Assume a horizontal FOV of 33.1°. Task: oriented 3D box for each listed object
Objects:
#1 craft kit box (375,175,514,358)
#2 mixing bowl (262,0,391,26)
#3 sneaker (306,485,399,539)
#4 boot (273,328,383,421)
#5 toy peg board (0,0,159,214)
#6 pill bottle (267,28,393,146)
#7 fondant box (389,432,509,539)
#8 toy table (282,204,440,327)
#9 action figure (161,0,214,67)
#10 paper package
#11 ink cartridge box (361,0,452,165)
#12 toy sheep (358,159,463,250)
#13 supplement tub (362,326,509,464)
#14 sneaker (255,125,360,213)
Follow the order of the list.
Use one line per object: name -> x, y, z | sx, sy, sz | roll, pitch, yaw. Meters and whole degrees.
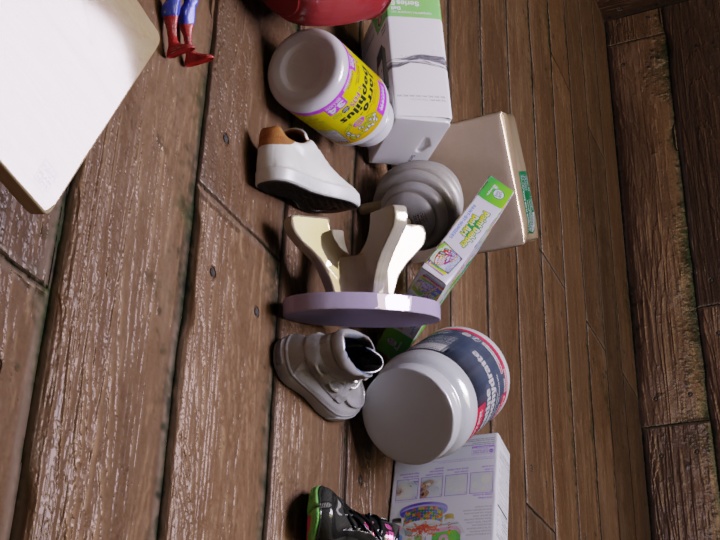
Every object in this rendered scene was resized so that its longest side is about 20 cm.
craft kit box -> 0.110, 0.000, 1.601 | 0.198, 0.048, 0.200 | -48, 171, -36
mixing bowl -> -0.064, -0.365, 1.427 | 0.108, 0.200, 0.201 | -36, 120, -26
sneaker -> -0.002, 0.292, 1.364 | 0.200, 0.083, 0.077 | 48, 36, -53
boot -> -0.015, 0.122, 1.396 | 0.200, 0.095, 0.074 | 39, 45, -59
toy peg board -> -0.280, -0.181, 0.922 | 0.200, 0.097, 0.200 | 57, 46, -42
pill bottle -> -0.028, -0.219, 1.514 | 0.200, 0.104, 0.105 | 27, 56, -63
fondant box -> 0.114, 0.315, 1.560 | 0.058, 0.144, 0.201 | 60, 29, -44
toy table -> 0.000, 0.000, 1.407 | 0.199, 0.183, 0.118 | 8, 75, -43
action figure -> -0.184, -0.317, 1.255 | 0.065, 0.052, 0.201 | 8, 71, -63
paper package -> 0.153, -0.124, 1.803 | 0.103, 0.190, 0.201 | -16, 96, -68
ink cartridge box -> 0.061, -0.266, 1.692 | 0.146, 0.084, 0.201 | 122, -33, -64
toy sheep -> 0.076, -0.087, 1.672 | 0.200, 0.137, 0.138 | -60, 135, -59
supplement tub -> 0.099, 0.159, 1.551 | 0.200, 0.140, 0.141 | -24, 102, -62
sneaker -> -0.057, -0.122, 1.438 | 0.200, 0.073, 0.085 | 24, 60, -63
